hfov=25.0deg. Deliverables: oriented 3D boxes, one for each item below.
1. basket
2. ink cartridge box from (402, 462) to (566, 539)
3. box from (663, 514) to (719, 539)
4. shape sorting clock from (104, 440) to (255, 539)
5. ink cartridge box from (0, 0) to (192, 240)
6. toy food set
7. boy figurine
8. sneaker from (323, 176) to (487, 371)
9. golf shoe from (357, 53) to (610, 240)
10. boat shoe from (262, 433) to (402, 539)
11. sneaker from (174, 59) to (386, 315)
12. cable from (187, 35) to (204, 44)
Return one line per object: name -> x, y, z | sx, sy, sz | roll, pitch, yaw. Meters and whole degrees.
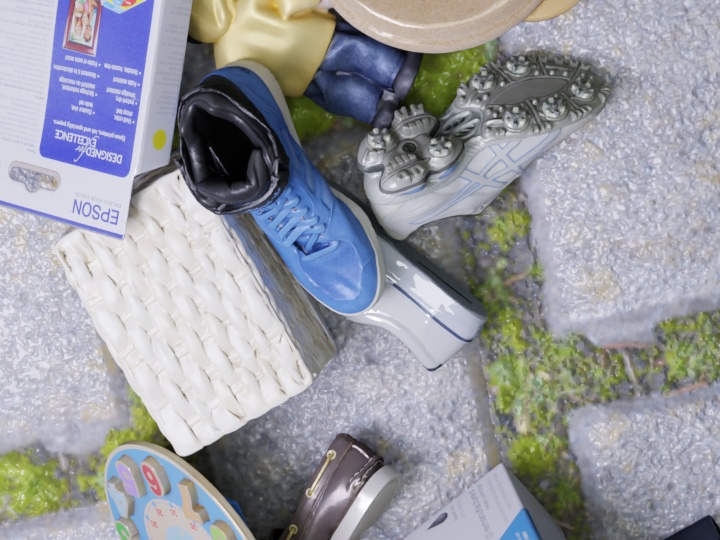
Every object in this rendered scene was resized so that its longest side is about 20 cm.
basket -> -0.123, 0.020, 1.197 | 0.135, 0.123, 0.201 | -30, 96, 9
ink cartridge box -> 0.067, 0.261, 1.202 | 0.200, 0.145, 0.084 | -39, 115, 8
box -> 0.237, 0.329, 1.227 | 0.196, 0.117, 0.201 | -31, 97, 9
shape sorting clock -> -0.127, 0.216, 1.216 | 0.039, 0.200, 0.201 | -39, 96, -32
ink cartridge box -> -0.210, -0.139, 1.163 | 0.196, 0.047, 0.202 | 15, 101, 35
toy food set -> 0.056, -0.249, 1.114 | 0.198, 0.049, 0.200 | -21, 85, 8
boy figurine -> -0.058, -0.164, 1.175 | 0.198, 0.065, 0.125 | 23, 127, -6
sneaker -> 0.000, 0.000, 1.211 | 0.200, 0.073, 0.071 | 40, 104, -1
golf shoe -> 0.091, -0.090, 1.192 | 0.199, 0.079, 0.098 | -22, 142, -12
boat shoe -> -0.045, 0.217, 1.256 | 0.059, 0.072, 0.201 | 39, 107, 17
sneaker -> -0.059, -0.045, 1.116 | 0.076, 0.111, 0.201 | -25, 98, 24
cable -> -0.069, -0.254, 1.198 | 0.096, 0.050, 0.201 | 22, 113, -9
